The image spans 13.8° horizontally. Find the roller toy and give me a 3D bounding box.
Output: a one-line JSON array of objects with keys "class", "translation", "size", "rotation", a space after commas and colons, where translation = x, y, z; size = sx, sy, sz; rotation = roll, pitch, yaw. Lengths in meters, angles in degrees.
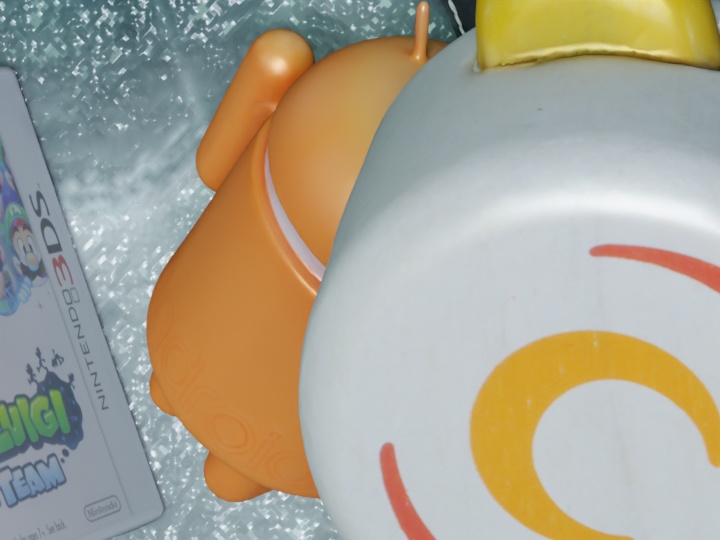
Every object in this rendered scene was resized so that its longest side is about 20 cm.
[{"class": "roller toy", "translation": [0.077, 0.015, 0.878], "size": [0.200, 0.140, 0.182], "rotation": [40, 119, -13]}]

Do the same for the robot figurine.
[{"class": "robot figurine", "translation": [0.001, 0.001, 1.026], "size": [0.116, 0.144, 0.200], "rotation": [19, 136, -19]}]

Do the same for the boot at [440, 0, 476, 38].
[{"class": "boot", "translation": [-0.005, -0.130, 1.070], "size": [0.153, 0.073, 0.205], "rotation": [-12, 97, 24]}]

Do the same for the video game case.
[{"class": "video game case", "translation": [-0.150, 0.021, 1.045], "size": [0.024, 0.200, 0.183], "rotation": [-20, 88, 25]}]
